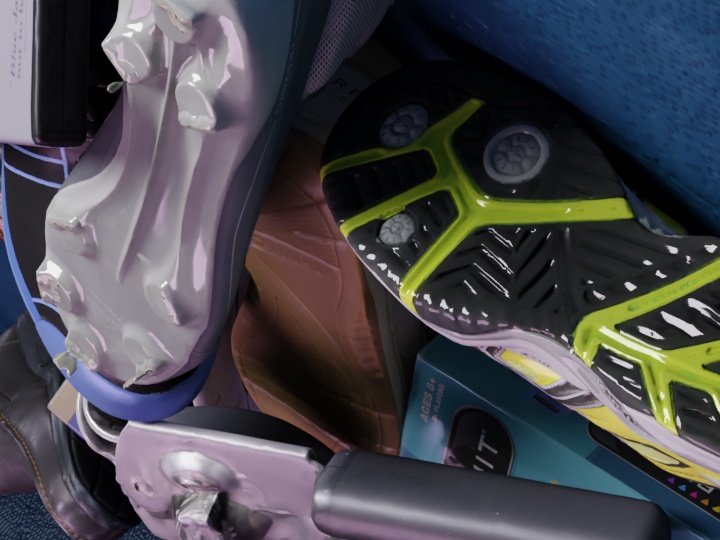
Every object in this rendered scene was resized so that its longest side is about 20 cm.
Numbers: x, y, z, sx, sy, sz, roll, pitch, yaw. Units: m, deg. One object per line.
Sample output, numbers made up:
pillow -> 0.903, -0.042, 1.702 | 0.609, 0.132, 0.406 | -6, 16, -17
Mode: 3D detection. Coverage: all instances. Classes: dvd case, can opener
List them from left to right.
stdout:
dvd case -> -0.110, -0.111, 0.885 | 0.017, 0.144, 0.200 | 0, -177, -17
can opener -> 0.012, 0.074, 0.950 | 0.199, 0.067, 0.054 | 8, 128, 24

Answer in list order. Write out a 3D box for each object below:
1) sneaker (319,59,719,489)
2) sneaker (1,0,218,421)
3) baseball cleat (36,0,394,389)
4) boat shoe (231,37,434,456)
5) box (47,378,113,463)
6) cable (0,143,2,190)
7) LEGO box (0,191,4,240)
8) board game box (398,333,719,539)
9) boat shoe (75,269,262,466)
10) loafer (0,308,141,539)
sneaker -> 0.065, 0.012, 0.826 | 0.200, 0.075, 0.076 | 39, 169, 32
sneaker -> -0.084, -0.053, 0.942 | 0.078, 0.070, 0.201 | 136, 122, -73
baseball cleat -> -0.036, -0.041, 0.852 | 0.070, 0.106, 0.200 | 43, 147, 11
boat shoe -> 0.000, 0.000, 0.976 | 0.074, 0.069, 0.200 | 29, 152, 19
box -> -0.039, 0.109, 1.272 | 0.200, 0.032, 0.121 | 37, -176, 9
cable -> -0.105, -0.063, 1.079 | 0.200, 0.051, 0.164 | 29, 133, 39
LEGO box -> -0.104, -0.023, 1.333 | 0.149, 0.077, 0.200 | 41, 170, 6
board game box -> 0.099, 0.120, 0.971 | 0.200, 0.047, 0.151 | 32, 137, 23
boat shoe -> -0.071, 0.044, 1.059 | 0.072, 0.066, 0.200 | 31, 145, 17
loafer -> -0.143, 0.082, 1.350 | 0.073, 0.072, 0.200 | 48, -174, -21
